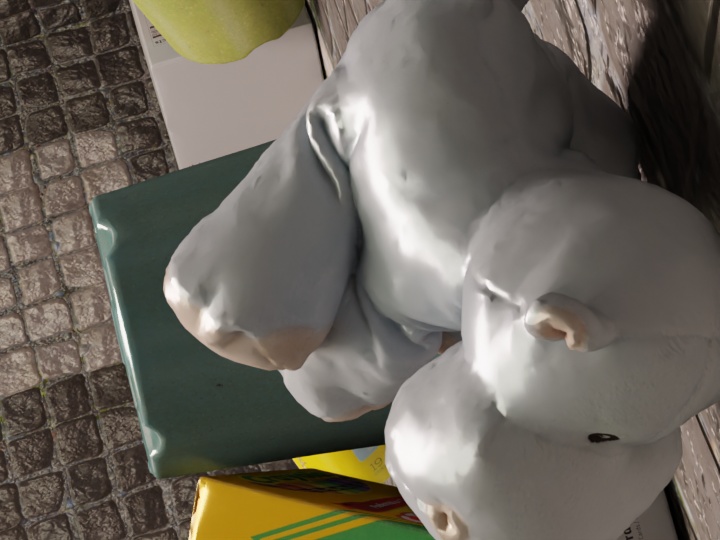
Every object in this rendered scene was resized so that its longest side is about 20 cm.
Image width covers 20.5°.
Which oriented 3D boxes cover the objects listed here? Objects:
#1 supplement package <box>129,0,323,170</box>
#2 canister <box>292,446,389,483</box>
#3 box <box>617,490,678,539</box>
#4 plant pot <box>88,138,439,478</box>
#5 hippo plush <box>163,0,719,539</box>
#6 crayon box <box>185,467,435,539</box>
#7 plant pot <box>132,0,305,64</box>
[{"bbox_3d":[-0.129,-0.222,1.853,0.152,0.151,0.200,79,173,-50],"label":"supplement package"},{"bbox_3d":[-0.028,0.034,1.327,0.087,0.149,0.200,1,134,44],"label":"canister"},{"bbox_3d":[0.099,0.098,0.852,0.156,0.041,0.200,-156,51,-85],"label":"box"},{"bbox_3d":[-0.029,0.014,1.022,0.200,0.196,0.200,166,90,-82],"label":"plant pot"},{"bbox_3d":[0.059,-0.001,0.583,0.161,0.159,0.200,48,118,38],"label":"hippo plush"},{"bbox_3d":[0.002,0.137,0.994,0.127,0.200,0.051,6,-87,-66],"label":"crayon box"},{"bbox_3d":[-0.135,-0.275,1.631,0.184,0.200,0.200,61,-174,-47],"label":"plant pot"}]
